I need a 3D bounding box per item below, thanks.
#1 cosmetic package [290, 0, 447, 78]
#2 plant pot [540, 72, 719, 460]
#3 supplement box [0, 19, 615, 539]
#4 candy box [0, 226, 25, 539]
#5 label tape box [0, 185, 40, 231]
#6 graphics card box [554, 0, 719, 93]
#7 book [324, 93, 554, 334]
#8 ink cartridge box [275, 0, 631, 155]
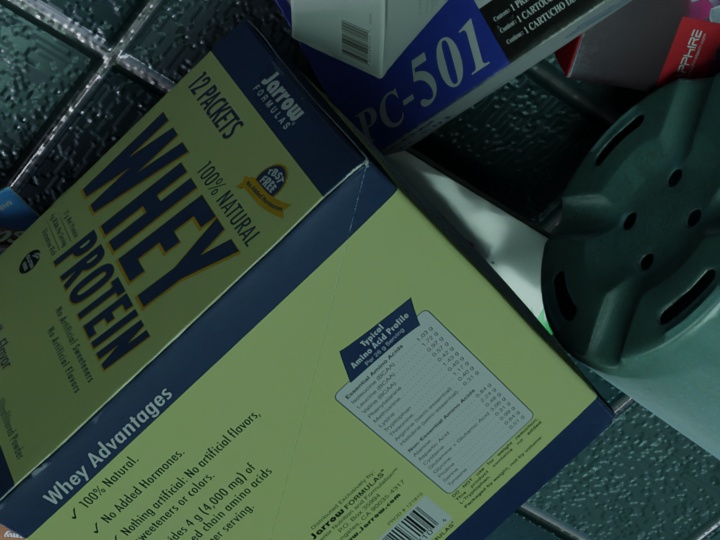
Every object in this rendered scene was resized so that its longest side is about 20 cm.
[{"bbox_3d":[0.010,-0.176,0.585,0.051,0.083,0.200,28,146,21],"label":"cosmetic package"},{"bbox_3d":[0.205,0.015,0.750,0.196,0.201,0.200,28,123,-29],"label":"plant pot"},{"bbox_3d":[-0.038,0.044,0.677,0.200,0.134,0.200,-43,129,4],"label":"supplement box"},{"bbox_3d":[-0.164,0.074,0.802,0.116,0.057,0.201,9,132,8],"label":"candy box"},{"bbox_3d":[-0.178,0.033,0.859,0.144,0.063,0.200,-25,125,19],"label":"label tape box"},{"bbox_3d":[0.204,-0.137,0.740,0.199,0.051,0.126,9,127,-9],"label":"graphics card box"},{"bbox_3d":[0.000,0.000,0.796,0.200,0.048,0.134,30,98,-13],"label":"book"},{"bbox_3d":[0.061,-0.138,0.694,0.200,0.044,0.094,-32,84,32],"label":"ink cartridge box"}]
